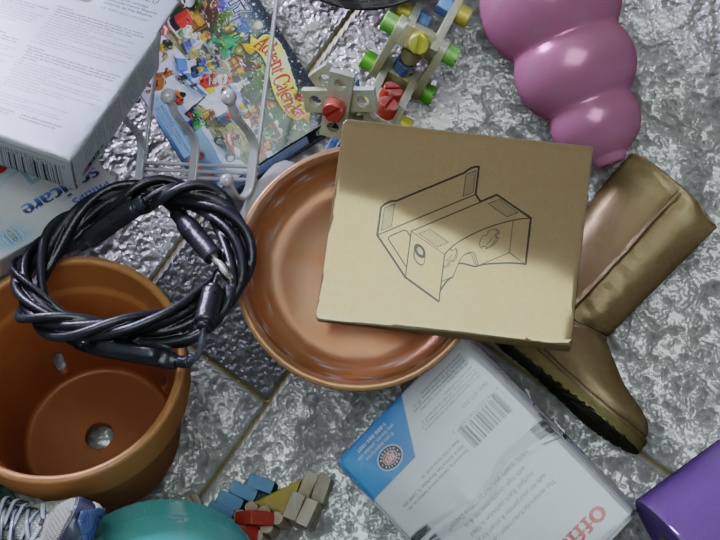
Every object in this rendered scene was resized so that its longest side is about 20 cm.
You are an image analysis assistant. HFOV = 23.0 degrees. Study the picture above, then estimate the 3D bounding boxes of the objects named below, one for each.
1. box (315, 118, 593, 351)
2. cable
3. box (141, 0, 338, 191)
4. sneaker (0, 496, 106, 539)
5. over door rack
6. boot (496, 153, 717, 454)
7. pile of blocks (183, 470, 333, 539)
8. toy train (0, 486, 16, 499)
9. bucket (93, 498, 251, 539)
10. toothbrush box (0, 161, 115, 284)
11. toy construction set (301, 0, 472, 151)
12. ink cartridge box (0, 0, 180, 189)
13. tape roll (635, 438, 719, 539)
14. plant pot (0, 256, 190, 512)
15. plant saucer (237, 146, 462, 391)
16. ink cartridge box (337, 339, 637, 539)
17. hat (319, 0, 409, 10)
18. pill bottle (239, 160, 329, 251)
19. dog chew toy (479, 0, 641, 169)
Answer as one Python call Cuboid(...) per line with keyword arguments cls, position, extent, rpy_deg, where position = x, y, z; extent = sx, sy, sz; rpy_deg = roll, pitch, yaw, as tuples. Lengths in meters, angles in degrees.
Cuboid(cls="box", position=(0.074, -0.028, 1.374), extent=(0.199, 0.021, 0.165), rpy_deg=(7, 75, 5))
Cuboid(cls="cable", position=(-0.184, -0.007, 1.384), extent=(0.199, 0.051, 0.164), rpy_deg=(9, 65, 21))
Cuboid(cls="box", position=(-0.128, -0.175, 1.571), extent=(0.136, 0.038, 0.201), rpy_deg=(-32, 76, -3))
Cuboid(cls="sneaker", position=(-0.271, 0.212, 1.365), extent=(0.085, 0.200, 0.077), rpy_deg=(37, 51, -20))
Cuboid(cls="over door rack", position=(-0.138, -0.162, 1.486), extent=(0.147, 0.066, 0.201), rpy_deg=(5, 76, 37))
Cuboid(cls="boot", position=(0.227, 0.026, 1.476), extent=(0.175, 0.066, 0.200), rpy_deg=(42, 82, 13))
Cuboid(cls="pile of blocks", position=(-0.116, 0.212, 1.463), extent=(0.199, 0.062, 0.082), rpy_deg=(-31, 76, -3))
Cuboid(cls="toy train", position=(-0.356, 0.154, 1.494), extent=(0.113, 0.085, 0.201), rpy_deg=(-9, 75, 13))
Cuboid(cls="bucket", position=(-0.149, 0.287, 1.372), extent=(0.206, 0.135, 0.209), rpy_deg=(-4, 111, -11))
Cuboid(cls="toothbrush box", position=(-0.323, -0.083, 1.496), extent=(0.146, 0.085, 0.200), rpy_deg=(-32, 74, -35))
Cuboid(cls="toy construction set", position=(0.020, -0.150, 1.490), extent=(0.092, 0.131, 0.200), rpy_deg=(38, 40, 6))
Cuboid(cls="ink cartridge box", position=(-0.275, -0.172, 1.460), extent=(0.195, 0.043, 0.201), rpy_deg=(18, 52, 15))
Cuboid(cls="tape roll", position=(0.302, 0.233, 1.348), extent=(0.085, 0.200, 0.200), rpy_deg=(-35, 76, -4))
Cuboid(cls="plant pot", position=(-0.226, 0.110, 1.442), extent=(0.199, 0.140, 0.201), rpy_deg=(-4, 58, 6))
Cuboid(cls="plant saucer", position=(0.000, 0.000, 1.402), extent=(0.199, 0.037, 0.202), rpy_deg=(-1, 75, 5))
Cuboid(cls="ink cartridge box", position=(0.104, 0.175, 1.430), extent=(0.146, 0.086, 0.200), rpy_deg=(-46, 78, 4))
Cuboid(cls="hat", position=(0.014, -0.313, 1.570), extent=(0.199, 0.081, 0.202), rpy_deg=(-2, 76, 9))
Cuboid(cls="pill bottle", position=(-0.003, -0.003, 1.480), extent=(0.199, 0.112, 0.113), rpy_deg=(27, 80, 11))
Cuboid(cls="dog chew toy", position=(0.180, -0.184, 1.507), extent=(0.124, 0.125, 0.201), rpy_deg=(-20, 83, 0))
